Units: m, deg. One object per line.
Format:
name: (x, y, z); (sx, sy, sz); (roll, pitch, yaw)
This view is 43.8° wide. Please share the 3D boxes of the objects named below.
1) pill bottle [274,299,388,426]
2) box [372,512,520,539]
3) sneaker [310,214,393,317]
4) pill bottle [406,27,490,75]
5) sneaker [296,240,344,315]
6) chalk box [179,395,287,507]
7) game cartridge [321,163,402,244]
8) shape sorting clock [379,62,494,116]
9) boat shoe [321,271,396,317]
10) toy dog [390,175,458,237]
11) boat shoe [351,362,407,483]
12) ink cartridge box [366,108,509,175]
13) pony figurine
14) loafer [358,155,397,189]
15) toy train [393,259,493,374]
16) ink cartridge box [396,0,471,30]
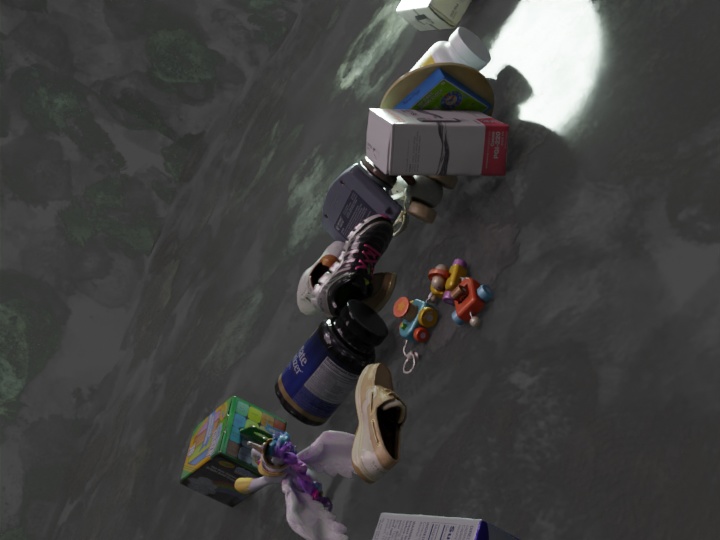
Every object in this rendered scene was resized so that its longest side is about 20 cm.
pill bottle: (-0.045, 0.150, 1.476); (0.201, 0.111, 0.112); (-52, 23, 19)
box: (0.080, 0.364, 0.944); (0.199, 0.104, 0.186); (-21, 43, 58)
sneaker: (0.000, 0.000, 1.516); (0.201, 0.073, 0.087); (-52, 39, 2)
pill bottle: (0.149, -0.354, 1.688); (0.200, 0.112, 0.113); (-45, 26, 32)
sneaker: (-0.087, 0.030, 1.712); (0.085, 0.072, 0.201); (-52, -6, -46)
chalk box: (-0.219, 0.321, 1.625); (0.199, 0.123, 0.125); (-39, 29, 39)
game cartridge: (-0.005, -0.103, 1.619); (0.041, 0.133, 0.200); (-46, -6, -31)
shape sorting clock: (0.129, -0.273, 1.517); (0.200, 0.198, 0.040); (-41, 46, 37)
boat shoe: (-0.010, 0.046, 1.593); (0.199, 0.064, 0.072); (-32, 35, 49)
toy dog: (0.084, -0.148, 1.590); (0.199, 0.096, 0.134); (-17, 46, 59)
boat shoe: (0.035, 0.210, 1.294); (0.069, 0.074, 0.202); (-31, 35, 29)
ink cartridge box: (0.120, -0.206, 1.435); (0.146, 0.196, 0.086); (-127, 36, -66)
pony figurine: (-0.089, 0.309, 1.313); (0.200, 0.191, 0.168); (121, 172, -62)
loafer: (0.040, -0.190, 1.549); (0.063, 0.071, 0.200); (-54, 7, 12)
toy train: (0.109, 0.056, 1.334); (0.200, 0.055, 0.152); (-45, 26, 32)
ink cartridge box: (0.176, -0.614, 1.976); (0.147, 0.084, 0.200); (-59, 23, 1)
